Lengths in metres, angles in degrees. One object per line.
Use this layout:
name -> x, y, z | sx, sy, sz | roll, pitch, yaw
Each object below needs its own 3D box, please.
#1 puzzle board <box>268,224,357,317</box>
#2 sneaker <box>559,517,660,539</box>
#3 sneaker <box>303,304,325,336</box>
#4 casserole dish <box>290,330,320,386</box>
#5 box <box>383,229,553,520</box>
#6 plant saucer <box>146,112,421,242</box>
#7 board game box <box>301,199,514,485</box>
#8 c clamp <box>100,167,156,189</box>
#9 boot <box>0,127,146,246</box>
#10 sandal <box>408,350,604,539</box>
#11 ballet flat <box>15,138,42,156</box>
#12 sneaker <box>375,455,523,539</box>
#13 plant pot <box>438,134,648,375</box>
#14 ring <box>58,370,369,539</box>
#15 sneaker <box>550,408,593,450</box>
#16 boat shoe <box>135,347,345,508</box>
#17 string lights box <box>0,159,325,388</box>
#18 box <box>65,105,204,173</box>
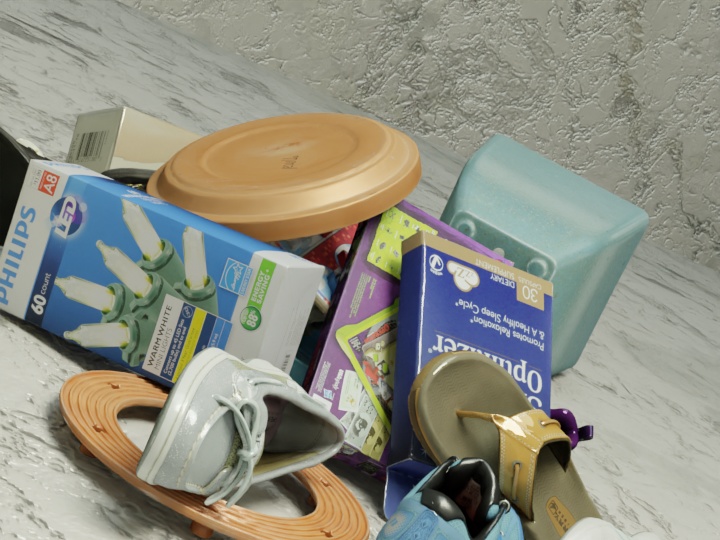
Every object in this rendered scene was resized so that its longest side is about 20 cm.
puzzle board -> 0.000, 0.000, 1.231 | 0.151, 0.017, 0.200 | 48, 19, 0
sneaker -> 0.171, 0.205, 1.031 | 0.080, 0.071, 0.200 | 37, 14, 34
sneaker -> -0.035, 0.008, 1.280 | 0.092, 0.076, 0.200 | 50, 20, 4
casserole dish -> -0.058, 0.058, 1.252 | 0.200, 0.039, 0.121 | 36, 14, 38
box -> 0.076, 0.084, 1.110 | 0.121, 0.201, 0.032 | 21, -29, -30
plant saucer -> -0.056, -0.073, 1.180 | 0.199, 0.032, 0.200 | -7, 25, 3
board game box -> 0.031, 0.051, 1.137 | 0.120, 0.201, 0.032 | 27, -34, -11
c clamp -> -0.128, -0.051, 1.339 | 0.170, 0.027, 0.200 | 5, -13, -3
boot -> -0.200, -0.044, 1.204 | 0.200, 0.069, 0.174 | 38, 15, 10
sandal -> 0.109, 0.128, 1.059 | 0.200, 0.080, 0.054 | 52, -30, -18
ballet flat -> -0.281, -0.070, 1.224 | 0.200, 0.071, 0.069 | 17, 7, -45
sneaker -> 0.064, 0.153, 0.951 | 0.078, 0.090, 0.200 | 30, 8, 16
plant pot -> 0.153, -0.004, 1.691 | 0.195, 0.197, 0.200 | 30, 19, 14
ring -> -0.086, 0.116, 0.960 | 0.200, 0.019, 0.200 | 26, 10, -5
sneaker -> 0.081, 0.104, 1.187 | 0.200, 0.087, 0.075 | 17, 56, -44
boat shoe -> -0.063, 0.089, 0.904 | 0.065, 0.075, 0.202 | 25, 3, 14
string lights box -> -0.133, 0.010, 1.054 | 0.199, 0.103, 0.059 | 22, 8, 21
box -> -0.157, -0.076, 1.471 | 0.199, 0.078, 0.095 | 20, -12, -36
